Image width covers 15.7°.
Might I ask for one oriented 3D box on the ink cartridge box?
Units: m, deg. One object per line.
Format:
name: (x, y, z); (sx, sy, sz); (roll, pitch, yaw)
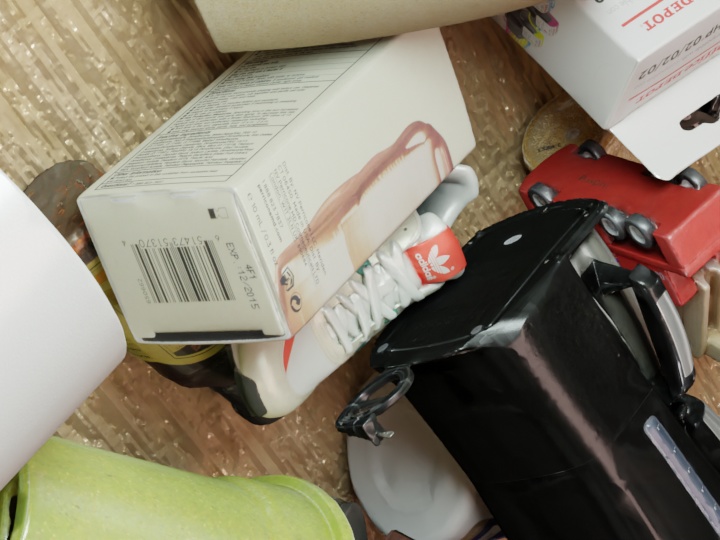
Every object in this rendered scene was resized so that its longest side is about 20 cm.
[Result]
ink cartridge box: (0.140, -0.157, 1.411); (0.115, 0.200, 0.068); (-34, 161, -29)

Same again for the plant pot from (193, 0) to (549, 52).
plant pot: (0.003, -0.188, 1.285); (0.200, 0.187, 0.187); (-24, 127, 0)

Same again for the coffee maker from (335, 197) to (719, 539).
coffee maker: (0.102, 0.094, 1.399); (0.192, 0.135, 0.200); (-39, 107, -14)

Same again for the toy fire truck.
toy fire truck: (0.181, 0.009, 1.434); (0.049, 0.200, 0.141); (-40, 119, -18)

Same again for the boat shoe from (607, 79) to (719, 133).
boat shoe: (0.190, -0.108, 1.528); (0.200, 0.057, 0.067); (-8, 82, -65)

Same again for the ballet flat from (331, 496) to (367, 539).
ballet flat: (-0.017, 0.214, 1.529); (0.067, 0.046, 0.200); (-63, 152, -51)

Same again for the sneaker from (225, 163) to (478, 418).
sneaker: (0.000, 0.000, 1.373); (0.200, 0.093, 0.070); (-59, 137, -46)

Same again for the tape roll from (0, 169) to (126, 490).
tape roll: (-0.222, 0.020, 1.145); (0.139, 0.203, 0.203); (-49, 133, -18)

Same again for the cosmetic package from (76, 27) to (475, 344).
cosmetic package: (-0.037, -0.049, 1.309); (0.200, 0.103, 0.087); (-46, 124, -45)

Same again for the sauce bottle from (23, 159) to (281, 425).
sauce bottle: (-0.099, 0.017, 1.355); (0.200, 0.066, 0.066); (40, 78, -45)

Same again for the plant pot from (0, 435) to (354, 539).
plant pot: (-0.133, 0.166, 1.312); (0.184, 0.200, 0.200); (28, 87, -33)

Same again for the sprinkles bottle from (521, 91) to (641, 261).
sprinkles bottle: (0.171, -0.029, 1.585); (0.068, 0.068, 0.200); (-54, 133, -13)

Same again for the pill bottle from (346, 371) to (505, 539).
pill bottle: (0.099, 0.099, 1.537); (0.200, 0.111, 0.111); (-4, 109, -42)

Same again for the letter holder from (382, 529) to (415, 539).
letter holder: (0.056, 0.269, 1.460); (0.142, 0.101, 0.200); (-50, 123, -13)
